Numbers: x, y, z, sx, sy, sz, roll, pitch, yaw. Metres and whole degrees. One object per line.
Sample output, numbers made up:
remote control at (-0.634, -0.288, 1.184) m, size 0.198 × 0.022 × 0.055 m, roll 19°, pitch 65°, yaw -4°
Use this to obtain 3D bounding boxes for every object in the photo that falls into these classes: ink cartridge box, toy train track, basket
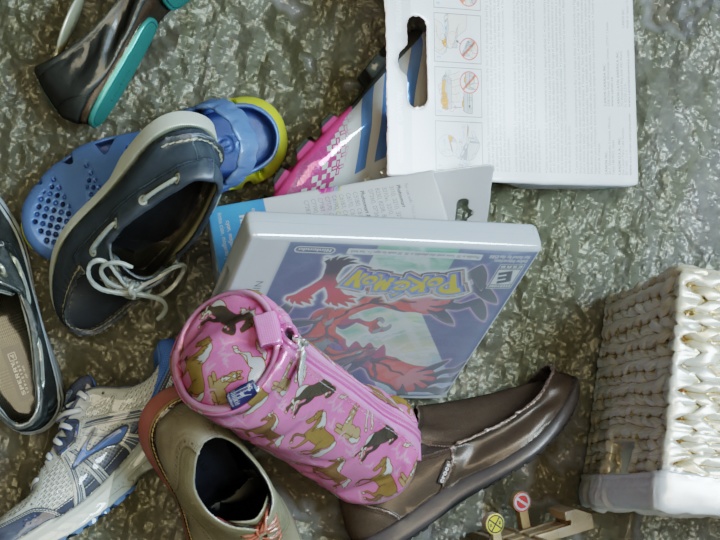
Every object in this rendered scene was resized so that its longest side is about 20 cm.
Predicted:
ink cartridge box at (0.000, 0.000, 1.106) m, size 0.197 × 0.116 × 0.068 m, roll -10°, pitch 57°, yaw -7°
toy train track at (0.066, 0.183, 1.098) m, size 0.198 × 0.114 × 0.033 m, roll -13°, pitch 95°, yaw -22°
basket at (0.266, 0.094, 1.103) m, size 0.197 × 0.198 × 0.163 m, roll 5°, pitch 82°, yaw -6°
ink cartridge box at (0.101, -0.140, 1.145) m, size 0.197 × 0.050 × 0.163 m, roll 0°, pitch 87°, yaw -20°

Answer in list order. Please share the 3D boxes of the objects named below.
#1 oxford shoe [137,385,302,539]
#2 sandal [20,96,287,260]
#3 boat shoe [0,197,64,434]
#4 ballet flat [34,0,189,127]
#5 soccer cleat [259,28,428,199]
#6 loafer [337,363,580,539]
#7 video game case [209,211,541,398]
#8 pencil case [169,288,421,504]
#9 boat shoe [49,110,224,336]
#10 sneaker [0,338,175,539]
oxford shoe at (-0.080, 0.168, 1.080) m, size 0.070 × 0.075 × 0.201 m, roll -41°, pitch 125°, yaw -13°
sandal at (-0.143, -0.069, 1.114) m, size 0.198 × 0.087 × 0.080 m, roll -28°, pitch 92°, yaw -6°
boat shoe at (-0.252, 0.015, 1.102) m, size 0.071 × 0.071 × 0.202 m, roll -26°, pitch 90°, yaw -8°
ballet flat at (-0.155, -0.194, 1.130) m, size 0.068 × 0.068 × 0.201 m, roll 37°, pitch 83°, yaw 5°
soccer cleat at (0.005, -0.078, 1.140) m, size 0.086 × 0.070 × 0.201 m, roll 40°, pitch 83°, yaw -3°
loafer at (0.065, 0.121, 1.135) m, size 0.199 × 0.073 × 0.071 m, roll -34°, pitch 92°, yaw -8°
video game case at (-0.004, 0.029, 1.063) m, size 0.197 × 0.183 × 0.023 m, roll 1°, pitch 53°, yaw -22°
pencil case at (-0.036, 0.086, 1.045) m, size 0.086 × 0.200 × 0.083 m, roll 31°, pitch 84°, yaw 39°
boat shoe at (-0.147, -0.016, 1.070) m, size 0.074 × 0.200 × 0.062 m, roll 15°, pitch 42°, yaw -37°
sneaker at (-0.184, 0.120, 1.109) m, size 0.199 × 0.077 × 0.086 m, roll -36°, pitch 91°, yaw -17°
